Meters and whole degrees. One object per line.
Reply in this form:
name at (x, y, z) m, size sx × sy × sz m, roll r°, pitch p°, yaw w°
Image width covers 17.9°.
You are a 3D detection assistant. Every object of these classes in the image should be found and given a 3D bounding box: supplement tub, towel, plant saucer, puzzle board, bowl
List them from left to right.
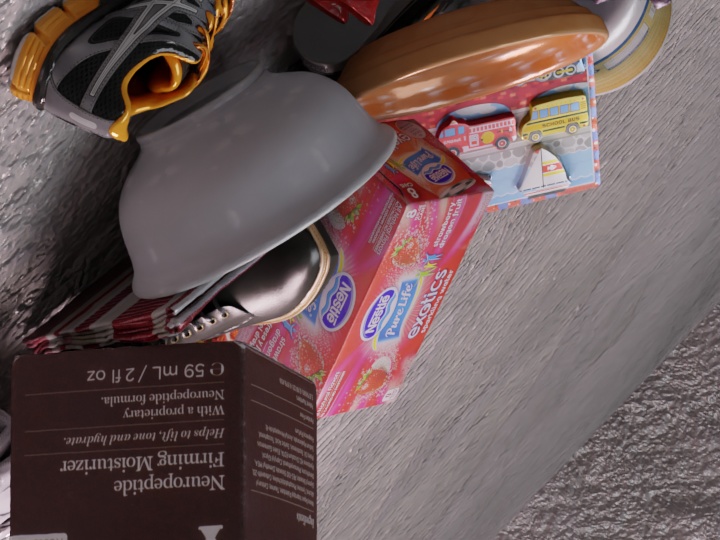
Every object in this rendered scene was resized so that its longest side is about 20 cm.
towel at (-0.126, 0.006, 1.521) m, size 0.144 × 0.023 × 0.199 m, roll -42°, pitch -163°, yaw -32°
bowl at (-0.083, -0.073, 1.473) m, size 0.200 × 0.091 × 0.201 m, roll -30°, pitch -166°, yaw 8°
plant saucer at (0.071, -0.147, 1.565) m, size 0.198 × 0.038 × 0.200 m, roll -15°, pitch 176°, yaw -1°
puzzle board at (0.087, -0.105, 1.753) m, size 0.198 × 0.017 × 0.152 m, roll -13°, pitch 124°, yaw -7°
supplement tub at (0.176, -0.220, 1.851) m, size 0.145 × 0.144 × 0.200 m, roll -53°, pitch 164°, yaw 6°

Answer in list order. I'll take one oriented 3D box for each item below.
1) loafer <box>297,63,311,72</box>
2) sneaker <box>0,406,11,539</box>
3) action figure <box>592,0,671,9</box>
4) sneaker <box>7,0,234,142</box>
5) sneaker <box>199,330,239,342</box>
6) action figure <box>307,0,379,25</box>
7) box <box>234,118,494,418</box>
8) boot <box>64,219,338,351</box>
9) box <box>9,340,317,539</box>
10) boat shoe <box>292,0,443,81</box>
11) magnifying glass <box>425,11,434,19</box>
loafer at (-0.034, -0.101, 1.653) m, size 0.200 × 0.071 × 0.073 m, roll -50°, pitch 165°, yaw -4°
sneaker at (-0.232, 0.120, 1.577) m, size 0.199 × 0.075 × 0.115 m, roll -33°, pitch 160°, yaw -41°
action figure at (0.127, -0.229, 1.527) m, size 0.199 × 0.129 × 0.070 m, roll 16°, pitch 71°, yaw -48°
sneaker at (-0.114, -0.139, 1.330) m, size 0.200 × 0.077 × 0.079 m, roll -43°, pitch 161°, yaw -34°
sneaker at (-0.079, 0.026, 1.729) m, size 0.077 × 0.073 × 0.200 m, roll 20°, pitch 116°, yaw -40°
action figure at (0.028, -0.258, 1.488) m, size 0.201 × 0.051 × 0.065 m, roll -62°, pitch -157°, yaw -8°
box at (0.000, 0.000, 1.653) m, size 0.099 × 0.095 × 0.201 m, roll -10°, pitch 134°, yaw -46°
boot at (-0.118, 0.029, 1.598) m, size 0.138 × 0.078 × 0.200 m, roll -30°, pitch 179°, yaw -44°
box at (-0.126, 0.161, 1.502) m, size 0.164 × 0.164 × 0.202 m, roll 39°, pitch 48°, yaw -70°
boat shoe at (0.032, -0.214, 1.608) m, size 0.200 × 0.071 × 0.064 m, roll -43°, pitch 164°, yaw -1°
magnifying glass at (0.060, -0.219, 1.679) m, size 0.022 × 0.080 × 0.200 m, roll -34°, pitch 167°, yaw -47°
